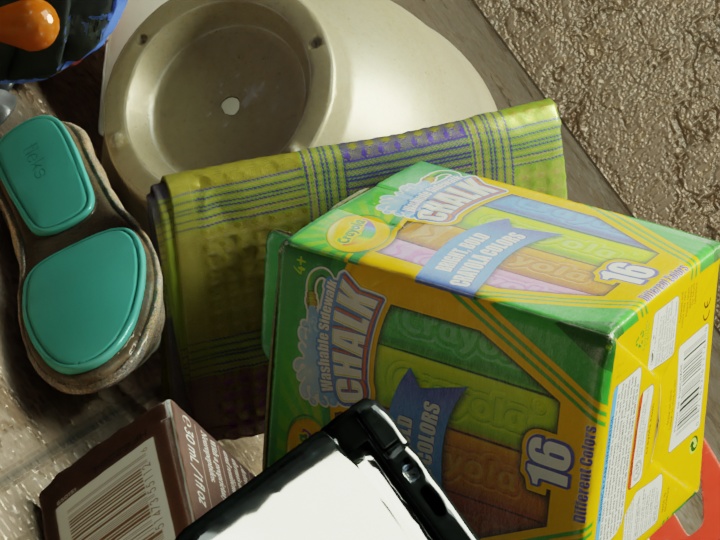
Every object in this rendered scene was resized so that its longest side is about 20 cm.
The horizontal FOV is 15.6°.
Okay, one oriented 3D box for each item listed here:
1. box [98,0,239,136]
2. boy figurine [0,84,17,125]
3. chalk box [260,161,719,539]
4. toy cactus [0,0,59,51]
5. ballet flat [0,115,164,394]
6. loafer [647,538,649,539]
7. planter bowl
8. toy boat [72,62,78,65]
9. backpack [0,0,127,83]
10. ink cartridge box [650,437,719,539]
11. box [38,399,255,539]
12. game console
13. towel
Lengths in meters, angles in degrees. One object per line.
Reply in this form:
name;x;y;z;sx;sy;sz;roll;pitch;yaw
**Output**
box;-0.078;-0.144;1.468;0.108;0.129;0.200;8;12;-1
boy figurine;-0.230;-0.131;1.129;0.200;0.064;0.124;47;14;-24
chalk box;0.036;0.037;1.122;0.199;0.125;0.124;15;26;26
toy cactus;-0.175;-0.027;0.939;0.102;0.200;0.166;14;51;0
ballet flat;-0.118;0.005;1.174;0.200;0.068;0.067;-109;175;-52
loafer;0.088;0.135;1.214;0.075;0.070;0.200;54;-9;-9
planter bowl;-0.044;-0.061;1.267;0.201;0.200;0.135;60;8;29
toy boat;-0.174;-0.206;1.379;0.130;0.131;0.200;42;16;-41
backpack;-0.143;-0.183;1.024;0.162;0.201;0.168;10;29;2
ink cartridge box;0.107;0.136;1.365;0.200;0.173;0.044;62;6;36
box;-0.034;0.154;1.047;0.200;0.075;0.100;47;13;-34
game console;0.013;0.163;0.993;0.200;0.116;0.176;54;-17;2
towel;0.000;0.000;1.206;0.023;0.199;0.144;-120;-159;-55
